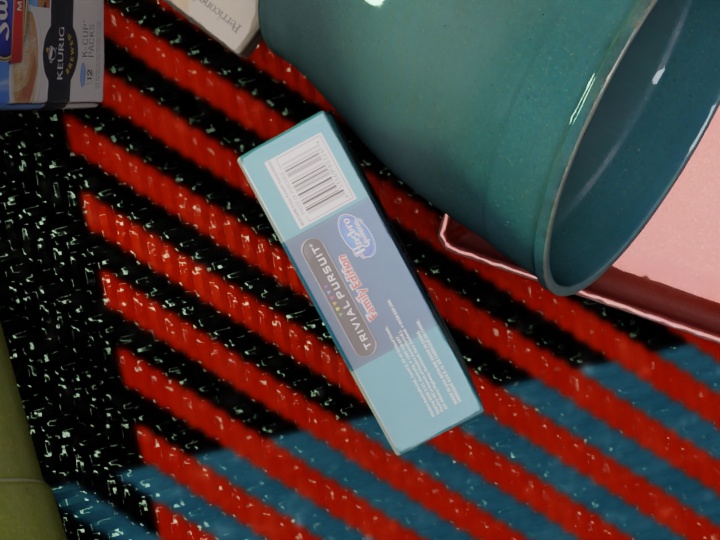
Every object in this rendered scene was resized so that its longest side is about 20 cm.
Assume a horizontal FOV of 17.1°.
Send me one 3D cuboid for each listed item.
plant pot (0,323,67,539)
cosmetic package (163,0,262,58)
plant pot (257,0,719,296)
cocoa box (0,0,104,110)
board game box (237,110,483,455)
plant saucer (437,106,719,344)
[{"bbox_3d":[-0.243,0.068,1.176,0.199,0.200,0.191,-8,81,0],"label":"plant pot"},{"bbox_3d":[-0.039,-0.215,1.199,0.105,0.071,0.200,36,93,-1],"label":"cosmetic package"},{"bbox_3d":[0.062,-0.119,1.121,0.188,0.200,0.200,29,93,19],"label":"plant pot"},{"bbox_3d":[-0.238,-0.144,1.142,0.199,0.131,0.134,4,95,22],"label":"cocoa box"},{"bbox_3d":[0.000,0.000,1.149,0.047,0.200,0.151,-28,93,2],"label":"board game box"},{"bbox_3d":[0.162,-0.076,1.227,0.199,0.037,0.200,19,94,0],"label":"plant saucer"}]
